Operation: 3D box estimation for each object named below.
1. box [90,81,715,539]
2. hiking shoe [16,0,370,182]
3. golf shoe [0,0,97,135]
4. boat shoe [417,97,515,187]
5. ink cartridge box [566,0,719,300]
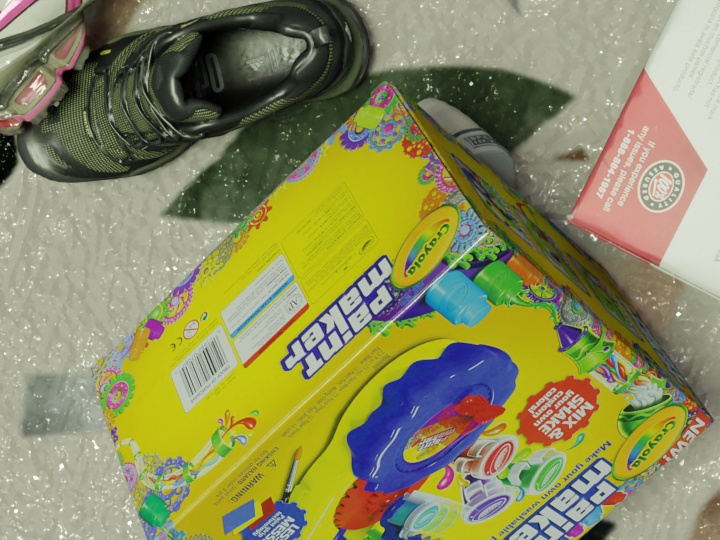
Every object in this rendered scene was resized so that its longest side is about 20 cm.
[{"bbox_3d":[0.019,0.058,0.780,0.200,0.192,0.122,-44,41,13],"label":"box"},{"bbox_3d":[-0.099,-0.098,0.857,0.199,0.101,0.076,-20,89,14],"label":"hiking shoe"},{"bbox_3d":[-0.159,-0.172,0.854,0.073,0.092,0.201,25,83,54],"label":"golf shoe"},{"bbox_3d":[0.000,0.000,0.863,0.070,0.071,0.200,49,117,39],"label":"boat shoe"},{"bbox_3d":[0.220,-0.043,0.762,0.199,0.145,0.146,29,99,10],"label":"ink cartridge box"}]
